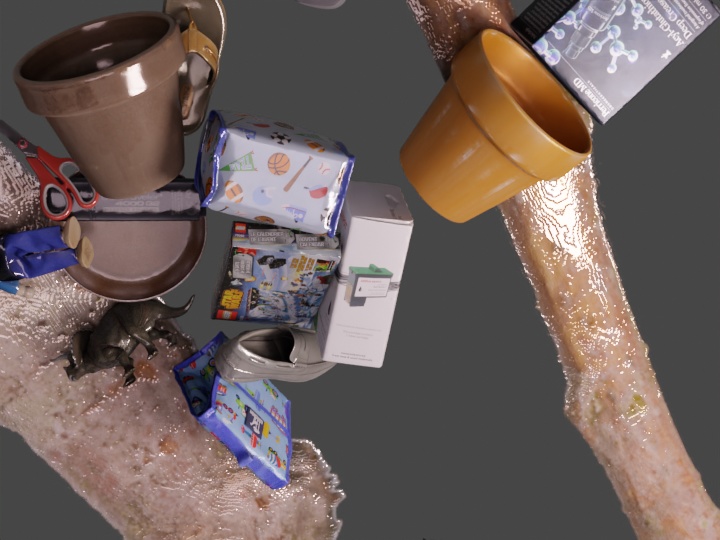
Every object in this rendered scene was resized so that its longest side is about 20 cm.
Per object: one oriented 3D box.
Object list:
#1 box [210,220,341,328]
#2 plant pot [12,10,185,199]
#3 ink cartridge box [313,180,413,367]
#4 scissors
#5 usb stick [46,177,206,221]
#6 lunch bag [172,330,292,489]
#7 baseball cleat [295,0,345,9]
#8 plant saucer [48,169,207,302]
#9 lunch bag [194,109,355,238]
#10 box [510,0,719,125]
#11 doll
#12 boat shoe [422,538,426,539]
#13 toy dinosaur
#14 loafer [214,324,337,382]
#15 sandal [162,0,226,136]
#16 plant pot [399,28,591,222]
[{"bbox_3d":[-0.111,0.009,1.679,0.136,0.040,0.200,6,151,-12],"label":"box"},{"bbox_3d":[-0.283,-0.184,1.545,0.199,0.201,0.176,-17,118,-2],"label":"plant pot"},{"bbox_3d":[0.000,0.000,1.697,0.084,0.146,0.202,7,111,-11],"label":"ink cartridge box"},{"bbox_3d":[-0.397,-0.149,1.608,0.073,0.014,0.201,-35,86,-10],"label":"scissors"},{"bbox_3d":[-0.291,-0.088,1.640,0.198,0.033,0.056,0,104,-9],"label":"usb stick"},{"bbox_3d":[-0.163,0.198,1.725,0.094,0.200,0.151,-38,114,8],"label":"lunch bag"},{"bbox_3d":[-0.102,-0.360,1.547,0.199,0.107,0.070,31,119,-15],"label":"baseball cleat"},{"bbox_3d":[-0.296,-0.057,1.686,0.198,0.032,0.202,-4,113,-8],"label":"plant saucer"},{"bbox_3d":[-0.110,-0.124,1.596,0.169,0.200,0.125,14,106,-15],"label":"lunch bag"},{"bbox_3d":[0.314,-0.311,1.637,0.200,0.107,0.148,-44,113,11],"label":"box"},{"bbox_3d":[-0.437,-0.013,1.649,0.198,0.049,0.137,-9,140,12],"label":"doll"},{"bbox_3d":[0.105,0.493,1.965,0.060,0.076,0.202,-4,114,-1],"label":"boat shoe"},{"bbox_3d":[-0.305,0.082,1.718,0.200,0.077,0.102,-42,81,-5],"label":"toy dinosaur"},{"bbox_3d":[-0.097,0.106,1.730,0.199,0.070,0.070,-6,149,-43],"label":"loafer"},{"bbox_3d":[-0.207,-0.254,1.603,0.080,0.054,0.202,6,112,-12],"label":"sandal"},{"bbox_3d":[0.154,-0.164,1.640,0.200,0.201,0.183,37,119,-22],"label":"plant pot"}]
